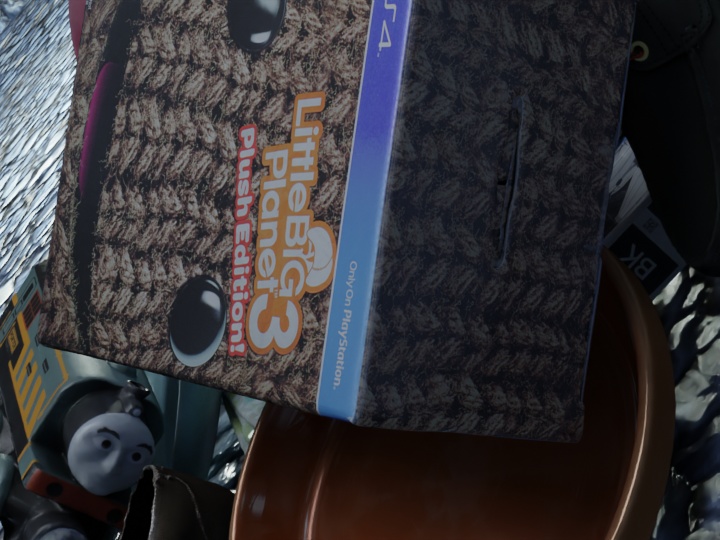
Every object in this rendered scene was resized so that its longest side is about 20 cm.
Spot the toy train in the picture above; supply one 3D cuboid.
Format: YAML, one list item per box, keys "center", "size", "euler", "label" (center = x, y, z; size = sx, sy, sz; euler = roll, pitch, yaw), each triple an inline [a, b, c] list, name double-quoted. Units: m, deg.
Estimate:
- center: [-0.154, 0.074, 0.892]
  size: [0.114, 0.085, 0.200]
  euler: [-58, 25, 10]
  label: "toy train"

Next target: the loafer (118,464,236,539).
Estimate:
- center: [-0.118, 0.173, 0.782]
  size: [0.073, 0.071, 0.200]
  euler: [-25, 32, 52]
  label: "loafer"

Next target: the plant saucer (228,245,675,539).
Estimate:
- center: [0.031, 0.074, 0.626]
  size: [0.200, 0.032, 0.201]
  euler: [-29, 46, 35]
  label: "plant saucer"

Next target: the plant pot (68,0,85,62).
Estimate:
- center: [-0.045, -0.148, 1.048]
  size: [0.179, 0.200, 0.200]
  euler: [-20, 33, 28]
  label: "plant pot"

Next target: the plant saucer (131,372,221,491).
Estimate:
- center: [-0.098, 0.040, 0.916]
  size: [0.200, 0.027, 0.201]
  euler: [-178, 90, -76]
  label: "plant saucer"

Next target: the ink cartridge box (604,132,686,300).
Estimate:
- center: [0.070, 0.011, 0.710]
  size: [0.200, 0.039, 0.099]
  euler: [-49, 20, 9]
  label: "ink cartridge box"

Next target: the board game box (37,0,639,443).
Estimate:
- center: [-0.015, -0.035, 0.612]
  size: [0.200, 0.097, 0.160]
  euler: [7, 89, 51]
  label: "board game box"

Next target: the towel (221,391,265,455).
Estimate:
- center: [0.000, 0.000, 0.869]
  size: [0.200, 0.048, 0.171]
  euler: [-50, 20, 2]
  label: "towel"

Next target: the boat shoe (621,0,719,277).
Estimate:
- center: [0.098, -0.088, 0.616]
  size: [0.074, 0.063, 0.202]
  euler: [134, 127, -59]
  label: "boat shoe"
